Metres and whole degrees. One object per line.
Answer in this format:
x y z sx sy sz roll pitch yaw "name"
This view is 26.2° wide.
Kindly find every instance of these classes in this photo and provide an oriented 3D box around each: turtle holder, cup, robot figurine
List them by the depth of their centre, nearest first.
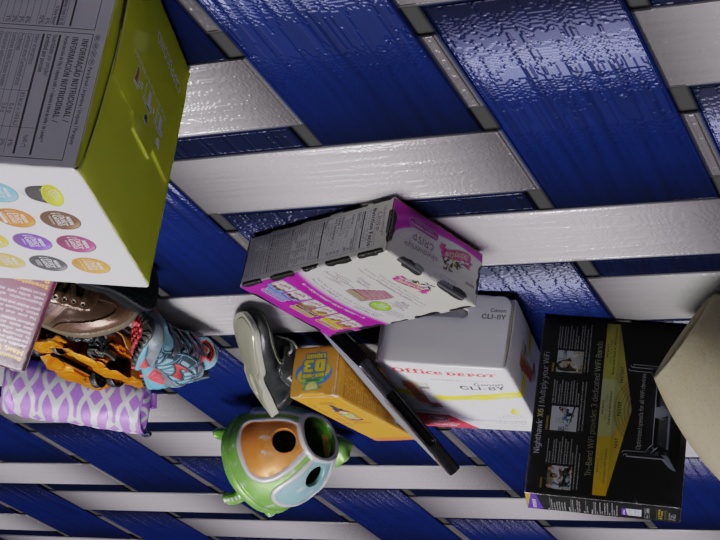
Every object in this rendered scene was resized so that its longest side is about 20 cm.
0.372 0.104 1.498 0.143 0.200 0.200 35 156 6 "cup"
-0.338 0.092 1.851 0.145 0.058 0.200 -6 153 29 "robot figurine"
-0.090 0.247 2.014 0.132 0.141 0.186 -27 131 28 "turtle holder"

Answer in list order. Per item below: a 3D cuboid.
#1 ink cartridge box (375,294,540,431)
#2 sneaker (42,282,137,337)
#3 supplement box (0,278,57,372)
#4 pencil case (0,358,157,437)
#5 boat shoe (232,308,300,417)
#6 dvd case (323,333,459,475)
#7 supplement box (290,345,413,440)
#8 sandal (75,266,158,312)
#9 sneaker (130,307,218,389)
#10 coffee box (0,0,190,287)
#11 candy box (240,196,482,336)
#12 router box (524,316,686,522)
0.112 0.102 1.678 0.145 0.083 0.200 2 155 18 "ink cartridge box"
-0.343 0.024 1.686 0.200 0.070 0.076 6 155 6 "sneaker"
-0.332 -0.021 1.428 0.110 0.086 0.200 18 111 -17 "supplement box"
-0.361 0.158 1.988 0.200 0.084 0.086 10 -171 2 "pencil case"
-0.103 0.096 1.792 0.068 0.072 0.200 -28 149 -10 "boat shoe"
0.024 0.130 1.690 0.200 0.018 0.143 52 175 -34 "dvd case"
-0.001 0.147 1.821 0.067 0.069 0.200 -5 160 30 "supplement box"
-0.276 -0.007 1.585 0.048 0.075 0.200 -7 153 22 "sandal"
-0.213 0.084 1.791 0.095 0.079 0.200 -1 164 0 "sneaker"
-0.256 -0.122 1.169 0.198 0.200 0.200 4 156 10 "coffee box"
0.000 0.000 1.520 0.200 0.061 0.136 -12 148 41 "candy box"
0.258 0.151 1.592 0.157 0.200 0.052 5 155 12 "router box"
